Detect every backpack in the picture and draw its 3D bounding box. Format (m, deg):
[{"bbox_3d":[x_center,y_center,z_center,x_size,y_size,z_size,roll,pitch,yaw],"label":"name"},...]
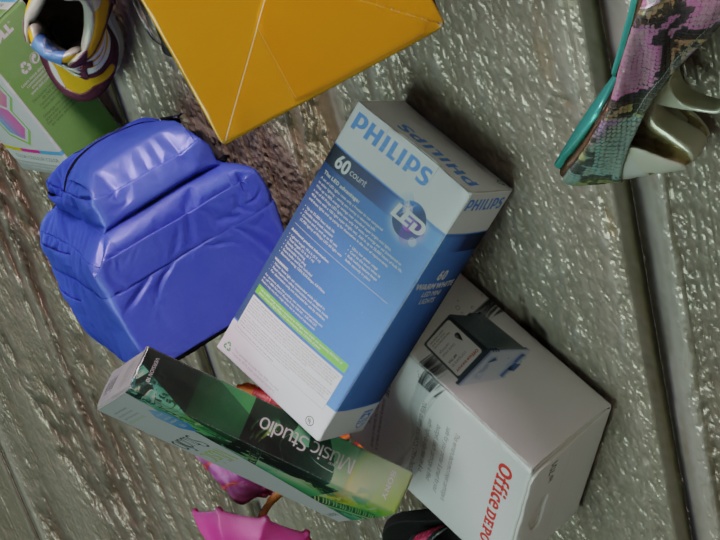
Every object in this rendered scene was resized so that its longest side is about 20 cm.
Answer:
[{"bbox_3d":[-0.155,-0.030,1.466,0.200,0.162,0.168,13,127,68],"label":"backpack"}]

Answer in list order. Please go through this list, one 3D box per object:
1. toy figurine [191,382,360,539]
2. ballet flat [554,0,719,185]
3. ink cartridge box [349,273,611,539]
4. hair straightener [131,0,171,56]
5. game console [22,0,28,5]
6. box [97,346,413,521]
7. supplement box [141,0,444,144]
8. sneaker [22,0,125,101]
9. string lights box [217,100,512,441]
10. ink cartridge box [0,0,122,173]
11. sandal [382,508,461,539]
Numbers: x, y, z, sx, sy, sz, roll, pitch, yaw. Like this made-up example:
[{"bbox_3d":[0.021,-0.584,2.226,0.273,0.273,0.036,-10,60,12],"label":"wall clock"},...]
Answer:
[{"bbox_3d":[-0.054,0.136,1.460,0.200,0.184,0.150,53,152,3],"label":"toy figurine"},{"bbox_3d":[0.158,-0.095,1.015,0.071,0.069,0.200,28,147,7],"label":"ballet flat"},{"bbox_3d":[0.064,0.092,1.332,0.200,0.086,0.147,41,149,22],"label":"ink cartridge box"},{"bbox_3d":[-0.141,-0.229,1.358,0.077,0.041,0.200,56,162,30],"label":"hair straightener"},{"bbox_3d":[-0.307,-0.286,1.552,0.200,0.031,0.177,-11,109,60],"label":"game console"},{"bbox_3d":[-0.076,0.116,1.319,0.199,0.036,0.144,25,165,-10],"label":"box"},{"bbox_3d":[-0.061,-0.203,1.054,0.198,0.132,0.200,61,-174,-14],"label":"supplement box"},{"bbox_3d":[-0.223,-0.180,1.450,0.075,0.090,0.200,22,146,5],"label":"sneaker"},{"bbox_3d":[0.000,0.000,1.247,0.103,0.059,0.200,41,113,23],"label":"string lights box"},{"bbox_3d":[-0.292,-0.169,1.571,0.104,0.059,0.200,10,144,51],"label":"ink cartridge box"},{"bbox_3d":[0.070,0.213,1.474,0.075,0.045,0.200,24,156,-17],"label":"sandal"}]
